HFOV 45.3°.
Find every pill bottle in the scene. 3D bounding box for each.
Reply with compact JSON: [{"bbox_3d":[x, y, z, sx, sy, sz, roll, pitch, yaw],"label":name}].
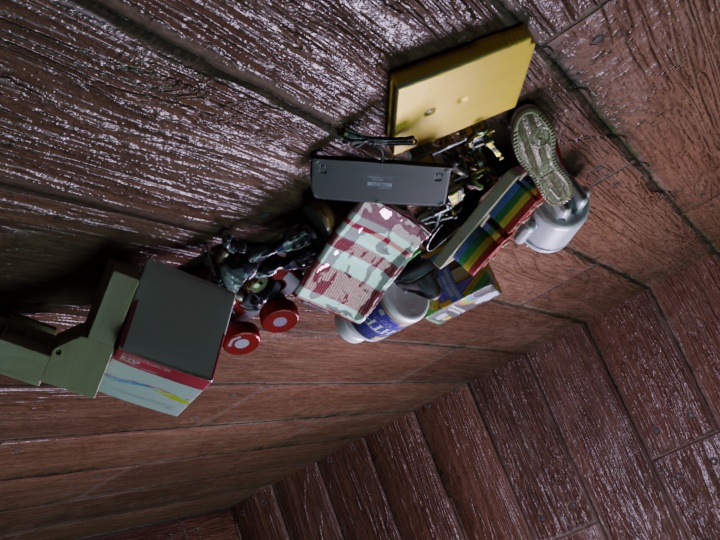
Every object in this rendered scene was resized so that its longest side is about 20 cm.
[{"bbox_3d":[0.036,0.075,1.742,0.118,0.122,0.199,-7,164,-39],"label":"pill bottle"}]

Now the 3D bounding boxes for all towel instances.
[{"bbox_3d":[0.003,-0.014,1.320,0.142,0.023,0.201,25,111,-36],"label":"towel"}]

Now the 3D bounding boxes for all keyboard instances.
[{"bbox_3d":[0.029,-0.143,1.188,0.195,0.021,0.129,3,138,-3],"label":"keyboard"}]

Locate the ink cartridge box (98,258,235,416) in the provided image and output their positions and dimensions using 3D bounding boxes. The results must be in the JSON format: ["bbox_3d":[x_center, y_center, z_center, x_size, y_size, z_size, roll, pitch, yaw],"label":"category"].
[{"bbox_3d":[-0.295,0.107,1.287,0.142,0.148,0.200,21,148,-18],"label":"ink cartridge box"}]

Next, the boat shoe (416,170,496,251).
[{"bbox_3d":[0.172,-0.104,1.511,0.072,0.066,0.200,-6,154,-41],"label":"boat shoe"}]

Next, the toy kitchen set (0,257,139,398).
[{"bbox_3d":[-0.437,0.045,1.214,0.197,0.184,0.163,22,-175,-20],"label":"toy kitchen set"}]

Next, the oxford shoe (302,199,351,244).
[{"bbox_3d":[-0.041,-0.079,1.350,0.071,0.071,0.200,-43,166,-1],"label":"oxford shoe"}]

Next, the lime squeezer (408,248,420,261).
[{"bbox_3d":[0.022,0.032,1.410,0.070,0.038,0.200,-7,153,-45],"label":"lime squeezer"}]

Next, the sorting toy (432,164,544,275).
[{"bbox_3d":[0.230,-0.079,1.466,0.200,0.069,0.200,-51,172,21],"label":"sorting toy"}]

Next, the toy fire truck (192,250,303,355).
[{"bbox_3d":[-0.199,0.037,1.412,0.198,0.114,0.167,-30,142,18],"label":"toy fire truck"}]

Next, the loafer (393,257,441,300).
[{"bbox_3d":[0.098,0.020,1.484,0.071,0.064,0.200,-32,-177,-3],"label":"loafer"}]

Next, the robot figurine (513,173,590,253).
[{"bbox_3d":[0.370,-0.106,1.667,0.167,0.114,0.201,-26,163,-14],"label":"robot figurine"}]

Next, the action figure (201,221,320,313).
[{"bbox_3d":[-0.159,-0.009,1.315,0.197,0.070,0.132,-25,126,-10],"label":"action figure"}]

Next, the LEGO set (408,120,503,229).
[{"bbox_3d":[0.152,-0.136,1.315,0.151,0.118,0.201,-21,162,-6],"label":"LEGO set"}]

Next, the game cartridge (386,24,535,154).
[{"bbox_3d":[0.129,-0.240,1.152,0.196,0.033,0.177,-23,162,-9],"label":"game cartridge"}]

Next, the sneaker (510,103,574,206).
[{"bbox_3d":[0.279,-0.206,1.383,0.070,0.114,0.201,-24,132,13],"label":"sneaker"}]

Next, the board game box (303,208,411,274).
[{"bbox_3d":[-0.001,-0.024,1.531,0.196,0.065,0.148,-19,160,-12],"label":"board game box"}]

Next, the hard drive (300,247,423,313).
[{"bbox_3d":[0.000,0.000,1.424,0.197,0.043,0.135,-31,161,12],"label":"hard drive"}]

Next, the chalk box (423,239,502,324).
[{"bbox_3d":[0.172,0.027,1.784,0.197,0.126,0.125,-27,162,14],"label":"chalk box"}]
